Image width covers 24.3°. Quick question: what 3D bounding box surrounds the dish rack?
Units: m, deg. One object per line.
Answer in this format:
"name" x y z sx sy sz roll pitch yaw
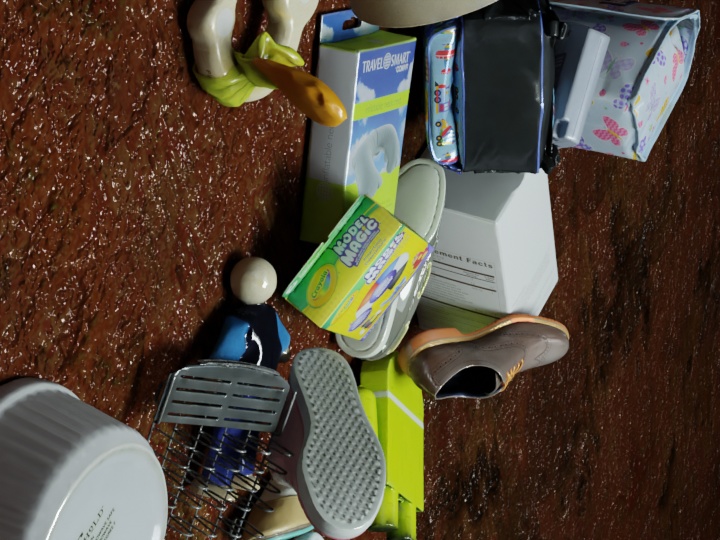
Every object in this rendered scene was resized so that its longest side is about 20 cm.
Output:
"dish rack" -0.119 0.172 1.337 0.153 0.054 0.202 11 101 -48

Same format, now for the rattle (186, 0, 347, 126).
"rattle" -0.035 -0.210 1.291 0.200 0.142 0.131 -48 125 -37

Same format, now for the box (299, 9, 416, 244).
"box" -0.002 -0.131 1.507 0.122 0.047 0.202 -26 127 -60

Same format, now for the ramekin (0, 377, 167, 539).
"ramekin" -0.213 0.183 1.152 0.202 0.093 0.204 -43 141 -51

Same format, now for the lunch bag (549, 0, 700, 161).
"lunch bag" 0.278 -0.241 1.912 0.201 0.168 0.128 -56 146 -32

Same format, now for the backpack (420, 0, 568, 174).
"backpack" 0.125 -0.210 1.636 0.201 0.133 0.184 -91 179 -56

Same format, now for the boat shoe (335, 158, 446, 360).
"boat shoe" 0.035 -0.009 1.625 0.204 0.071 0.060 -68 157 -3

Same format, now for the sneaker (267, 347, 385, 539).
"sneaker" -0.031 0.169 1.416 0.201 0.074 0.105 -103 -155 -48

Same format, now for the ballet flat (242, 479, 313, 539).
"ballet flat" -0.061 0.216 1.565 0.200 0.068 0.064 6 69 -68

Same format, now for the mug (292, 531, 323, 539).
"mug" -0.034 0.350 1.600 0.175 0.146 0.202 39 38 -73

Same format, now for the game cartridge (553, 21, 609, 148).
"game cartridge" 0.185 -0.189 1.739 0.041 0.200 0.135 17 83 -23

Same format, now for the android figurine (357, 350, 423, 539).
"android figurine" 0.029 0.168 1.680 0.182 0.041 0.202 45 41 -63

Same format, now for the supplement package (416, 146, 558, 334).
"supplement package" 0.124 -0.033 1.742 0.122 0.119 0.201 -55 149 -34

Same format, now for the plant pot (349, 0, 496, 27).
"plant pot" 0.049 -0.336 1.379 0.188 0.186 0.201 -53 134 -41

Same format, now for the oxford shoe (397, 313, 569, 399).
"oxford shoe" 0.136 0.097 1.691 0.198 0.073 0.072 -9 133 -28

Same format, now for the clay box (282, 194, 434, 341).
"clay box" 0.000 0.000 1.489 0.115 0.047 0.200 -52 168 3

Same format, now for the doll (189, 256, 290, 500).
"doll" -0.100 0.089 1.406 0.136 0.048 0.202 -10 112 -65
